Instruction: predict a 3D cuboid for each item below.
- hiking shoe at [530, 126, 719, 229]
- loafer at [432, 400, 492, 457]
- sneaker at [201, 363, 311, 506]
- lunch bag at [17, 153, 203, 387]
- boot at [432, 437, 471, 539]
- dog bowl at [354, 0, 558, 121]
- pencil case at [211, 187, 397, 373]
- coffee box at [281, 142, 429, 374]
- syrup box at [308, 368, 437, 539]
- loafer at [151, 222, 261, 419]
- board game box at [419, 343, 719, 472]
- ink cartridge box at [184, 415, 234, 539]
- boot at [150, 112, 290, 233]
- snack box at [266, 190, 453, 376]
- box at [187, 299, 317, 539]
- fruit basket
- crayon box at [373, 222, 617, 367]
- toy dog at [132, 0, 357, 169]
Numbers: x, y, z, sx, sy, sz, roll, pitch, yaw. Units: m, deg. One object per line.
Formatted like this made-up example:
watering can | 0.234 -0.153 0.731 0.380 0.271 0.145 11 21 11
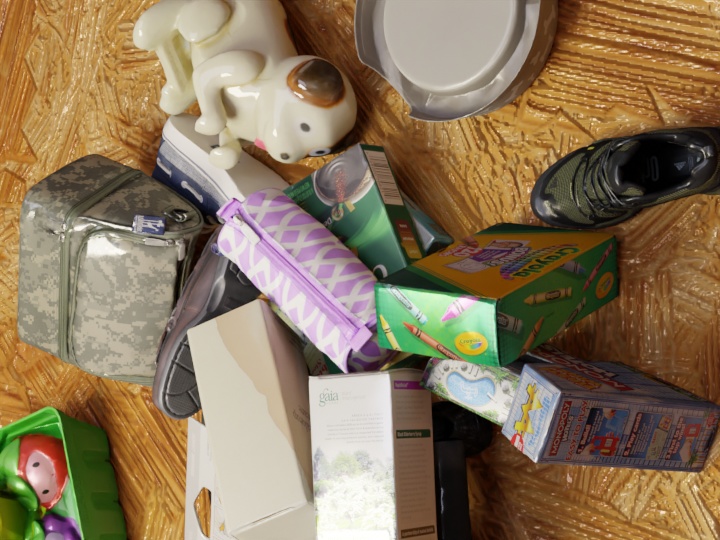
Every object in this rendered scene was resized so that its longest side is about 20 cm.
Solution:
hiking shoe | 0.216 -0.084 1.375 0.199 0.100 0.077 -16 77 34
loafer | 0.025 0.160 1.513 0.199 0.070 0.069 -21 74 33
sneaker | -0.114 0.138 1.597 0.091 0.075 0.201 56 131 33
lunch bag | -0.239 0.003 1.654 0.166 0.139 0.202 22 123 19
boot | 0.090 0.240 1.406 0.163 0.066 0.202 -10 78 21
dog bowl | 0.090 -0.230 1.503 0.198 0.058 0.203 -3 84 35
pencil case | -0.043 0.007 1.463 0.200 0.085 0.084 41 88 27
coffee box | 0.000 0.000 1.513 0.122 0.044 0.202 -29 73 30
syrup box | 0.012 0.184 1.370 0.078 0.081 0.202 -6 82 28
loafer | -0.144 0.044 1.567 0.063 0.072 0.201 12 73 50
board game box | 0.158 0.102 1.343 0.199 0.199 0.062 24 101 34
ink cartridge box | -0.091 0.247 1.558 0.175 0.045 0.202 30 128 35
boot | -0.134 -0.068 1.655 0.200 0.072 0.091 43 124 33
snack box | -0.011 0.015 1.570 0.116 0.037 0.201 44 111 29
box | -0.082 0.139 1.445 0.077 0.095 0.202 -23 59 12
fruit basket | -0.350 0.254 1.698 0.155 0.215 0.218 -23 74 32
crayon box | 0.116 0.016 1.378 0.118 0.199 0.059 7 110 35
toy dog | -0.088 -0.178 1.595 0.200 0.193 0.140 41 153 30
